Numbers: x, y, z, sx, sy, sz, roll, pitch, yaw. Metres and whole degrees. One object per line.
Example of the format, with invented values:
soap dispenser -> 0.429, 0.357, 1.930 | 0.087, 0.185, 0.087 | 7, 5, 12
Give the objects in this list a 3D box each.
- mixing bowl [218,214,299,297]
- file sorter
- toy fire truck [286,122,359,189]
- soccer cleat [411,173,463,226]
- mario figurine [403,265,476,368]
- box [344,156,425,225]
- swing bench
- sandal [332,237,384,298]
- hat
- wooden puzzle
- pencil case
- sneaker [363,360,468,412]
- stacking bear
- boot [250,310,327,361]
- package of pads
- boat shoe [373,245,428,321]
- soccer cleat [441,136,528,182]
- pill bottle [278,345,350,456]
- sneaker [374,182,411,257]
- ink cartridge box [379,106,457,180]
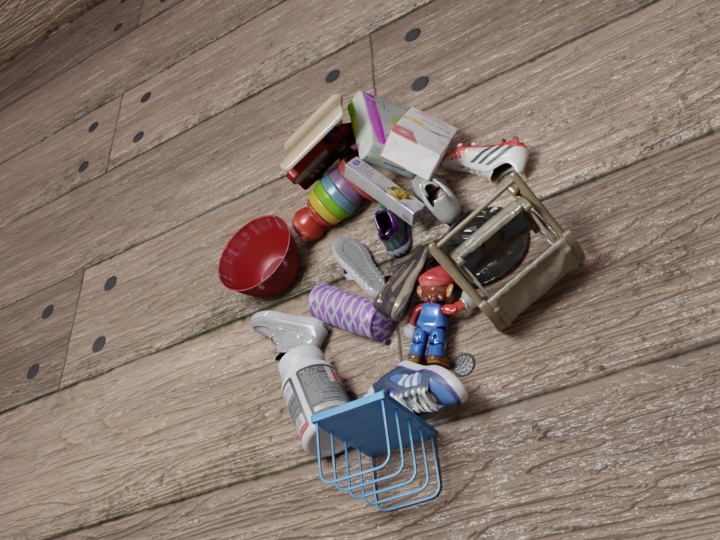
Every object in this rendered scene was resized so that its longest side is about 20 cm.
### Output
mixing bowl -> -0.214, -0.014, 1.709 | 0.200, 0.108, 0.200 | -19, 49, 24
file sorter -> 0.032, 0.307, 1.240 | 0.139, 0.200, 0.123 | -23, 51, 20
toy fire truck -> -0.080, -0.266, 1.732 | 0.200, 0.168, 0.112 | -44, 83, 2
soccer cleat -> 0.151, -0.171, 1.567 | 0.070, 0.086, 0.200 | -40, 37, 5
mario figurine -> 0.152, 0.088, 1.417 | 0.123, 0.106, 0.200 | 13, 73, -1
box -> 0.050, -0.169, 1.575 | 0.200, 0.041, 0.039 | 38, 57, 25
swing bench -> 0.258, -0.028, 1.311 | 0.199, 0.130, 0.200 | -41, 82, 3
sandal -> -0.007, 0.000, 1.589 | 0.203, 0.082, 0.050 | 55, 140, 43
hat -> 0.218, -0.062, 1.453 | 0.200, 0.081, 0.201 | -18, 51, 25
wooden puzzle -> -0.102, -0.306, 1.661 | 0.185, 0.037, 0.200 | -43, 20, 13
pencil case -> -0.017, 0.080, 1.523 | 0.200, 0.084, 0.085 | 18, 33, 40
sneaker -> 0.082, 0.234, 1.302 | 0.146, 0.081, 0.200 | -41, 22, -22
stacking bear -> -0.072, -0.150, 1.707 | 0.200, 0.114, 0.122 | -42, 62, 15
boot -> -0.169, 0.146, 1.585 | 0.200, 0.074, 0.096 | 1, 53, 35
package of pads -> 0.062, -0.309, 1.693 | 0.068, 0.154, 0.200 | -50, 37, 37
boat shoe -> 0.081, 0.012, 1.463 | 0.073, 0.075, 0.200 | 19, 42, 11
soccer cleat -> 0.255, -0.221, 1.555 | 0.200, 0.069, 0.085 | -5, 71, 36
pill bottle -> -0.084, 0.244, 1.426 | 0.116, 0.116, 0.200 | -37, 45, 8
sneaker -> 0.065, -0.129, 1.607 | 0.074, 0.088, 0.200 | -23, 49, 20
ink cartridge box -> 0.132, -0.281, 1.592 | 0.068, 0.116, 0.200 | -65, -5, 35
